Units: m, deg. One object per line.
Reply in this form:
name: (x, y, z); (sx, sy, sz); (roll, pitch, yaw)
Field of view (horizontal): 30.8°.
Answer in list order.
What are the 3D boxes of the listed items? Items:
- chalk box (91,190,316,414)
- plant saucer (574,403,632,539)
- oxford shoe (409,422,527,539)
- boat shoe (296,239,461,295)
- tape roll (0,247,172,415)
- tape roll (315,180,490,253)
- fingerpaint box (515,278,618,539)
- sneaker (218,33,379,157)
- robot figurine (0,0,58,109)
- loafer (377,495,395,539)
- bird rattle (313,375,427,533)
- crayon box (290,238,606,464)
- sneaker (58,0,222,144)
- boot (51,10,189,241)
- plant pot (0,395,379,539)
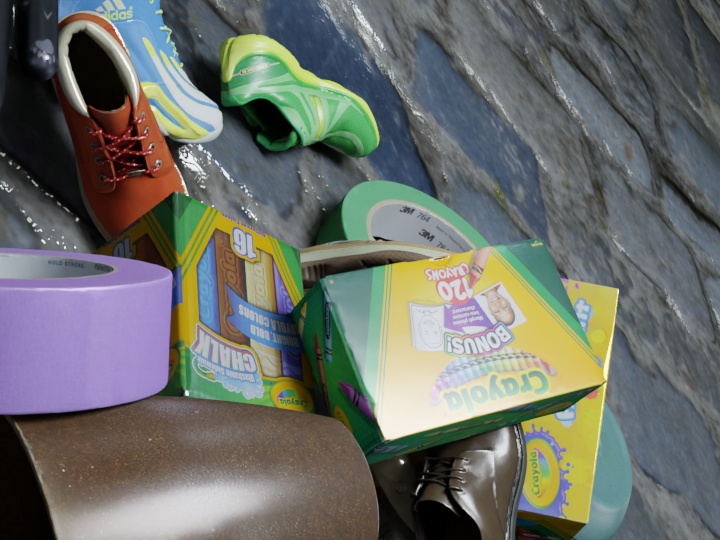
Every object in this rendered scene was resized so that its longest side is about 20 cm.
chalk box: (-0.114, 0.075, 0.887); (0.124, 0.124, 0.201); (26, 44, -41)
plant saucer: (0.224, 0.179, 1.345); (0.199, 0.036, 0.201); (34, 41, -35)
oxford shoe: (0.074, 0.148, 0.936); (0.084, 0.072, 0.202); (26, 55, -53)
boat shoe: (0.000, 0.000, 1.043); (0.076, 0.198, 0.072); (-64, 151, -58)
tape roll: (-0.206, 0.028, 0.727); (0.199, 0.199, 0.066); (-5, 99, -55)
tape roll: (0.055, 0.006, 1.190); (0.199, 0.048, 0.201); (28, 34, -20)
fingerpaint box: (0.165, 0.129, 1.130); (0.167, 0.073, 0.202); (90, 11, -69)
sneaker: (-0.062, -0.142, 1.195); (0.199, 0.074, 0.084); (26, 70, -45)
robot figurine: (-0.286, -0.157, 0.840); (0.150, 0.124, 0.201); (31, 42, -42)
loafer: (-0.023, 0.225, 0.943); (0.070, 0.070, 0.200); (47, 33, -4)
bird rattle: (0.034, 0.151, 1.033); (0.163, 0.112, 0.201); (-57, 127, -76)
crayon box: (0.063, 0.054, 0.914); (0.199, 0.058, 0.120); (-10, 69, -33)
sneaker: (-0.169, -0.175, 1.015); (0.199, 0.105, 0.076); (24, 18, -42)
boot: (-0.171, -0.085, 0.926); (0.107, 0.075, 0.201); (-150, -142, -74)
plant pot: (-0.096, 0.148, 0.735); (0.199, 0.187, 0.188); (-9, 70, -29)
